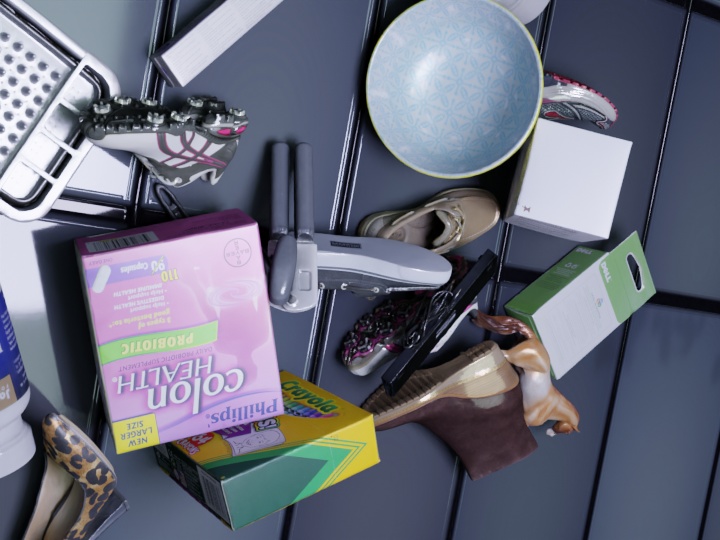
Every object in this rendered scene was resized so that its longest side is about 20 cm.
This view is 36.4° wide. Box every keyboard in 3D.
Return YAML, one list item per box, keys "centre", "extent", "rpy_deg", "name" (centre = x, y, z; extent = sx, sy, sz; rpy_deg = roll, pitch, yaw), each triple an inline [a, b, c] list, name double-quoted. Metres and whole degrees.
- centre: [0.083, 0.047, 1.240]
  extent: [0.201, 0.039, 0.104]
  rpy_deg: [-50, 164, -14]
  name: "keyboard"

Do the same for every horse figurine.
- centre: [0.199, 0.138, 1.380]
  extent: [0.130, 0.050, 0.203]
  rpy_deg: [-15, 108, 5]
  name: "horse figurine"

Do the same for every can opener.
- centre: [-0.070, -0.050, 1.143]
  extent: [0.052, 0.067, 0.203]
  rpy_deg: [2, 60, -8]
  name: "can opener"

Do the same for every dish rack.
- centre: [-0.341, -0.163, 1.016]
  extent: [0.199, 0.043, 0.173]
  rpy_deg: [38, 79, -31]
  name: "dish rack"

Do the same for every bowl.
- centre: [0.113, -0.203, 1.243]
  extent: [0.108, 0.197, 0.204]
  rpy_deg: [-7, 107, -74]
  name: "bowl"

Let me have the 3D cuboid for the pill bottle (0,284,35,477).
- centre: [-0.369, 0.087, 1.002]
  extent: [0.114, 0.115, 0.203]
  rpy_deg: [-20, 109, -27]
  name: "pill bottle"

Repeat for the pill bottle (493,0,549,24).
- centre: [0.122, -0.356, 1.229]
  extent: [0.198, 0.114, 0.116]
  rpy_deg: [19, 89, -33]
  name: "pill bottle"

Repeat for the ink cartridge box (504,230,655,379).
- centre: [0.290, 0.039, 1.439]
  extent: [0.199, 0.059, 0.105]
  rpy_deg: [-37, 117, -21]
  name: "ink cartridge box"

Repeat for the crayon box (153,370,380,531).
- centre: [-0.103, 0.177, 1.134]
  extent: [0.171, 0.199, 0.059]
  rpy_deg: [-21, 109, -27]
  name: "crayon box"

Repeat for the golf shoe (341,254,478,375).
- centre: [0.067, 0.071, 1.297]
  extent: [0.199, 0.072, 0.093]
  rpy_deg: [-36, 117, -22]
  name: "golf shoe"

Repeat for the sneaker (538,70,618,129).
- centre: [0.228, -0.207, 1.352]
  extent: [0.197, 0.081, 0.076]
  rpy_deg: [11, 108, -25]
  name: "sneaker"

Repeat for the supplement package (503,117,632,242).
- centre: [0.237, -0.101, 1.284]
  extent: [0.108, 0.200, 0.116]
  rpy_deg: [14, 92, 4]
  name: "supplement package"

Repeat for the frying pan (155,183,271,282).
- centre: [-0.145, -0.014, 1.178]
  extent: [0.114, 0.031, 0.193]
  rpy_deg: [-21, 112, -29]
  name: "frying pan"

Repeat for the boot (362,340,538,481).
- centre: [0.111, 0.193, 1.330]
  extent: [0.197, 0.072, 0.168]
  rpy_deg: [-24, 114, -5]
  name: "boot"

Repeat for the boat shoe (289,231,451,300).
- centre: [0.000, 0.000, 1.203]
  extent: [0.196, 0.069, 0.057]
  rpy_deg: [8, 115, -3]
  name: "boat shoe"

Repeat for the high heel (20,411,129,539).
- centre: [-0.306, 0.231, 1.062]
  extent: [0.142, 0.071, 0.202]
  rpy_deg: [-42, 146, -24]
  name: "high heel"

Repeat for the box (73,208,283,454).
- centre: [-0.182, 0.057, 1.104]
  extent: [0.173, 0.097, 0.204]
  rpy_deg: [-11, 105, -17]
  name: "box"

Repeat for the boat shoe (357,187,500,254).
- centre: [0.093, -0.051, 1.296]
  extent: [0.197, 0.065, 0.073]
  rpy_deg: [-13, 106, -29]
  name: "boat shoe"

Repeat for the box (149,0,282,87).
- centre: [-0.130, -0.266, 1.132]
  extent: [0.200, 0.039, 0.042]
  rpy_deg: [-46, 117, -17]
  name: "box"

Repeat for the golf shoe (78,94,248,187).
- centre: [-0.191, -0.122, 1.075]
  extent: [0.199, 0.077, 0.089]
  rpy_deg: [-7, 121, -51]
  name: "golf shoe"
